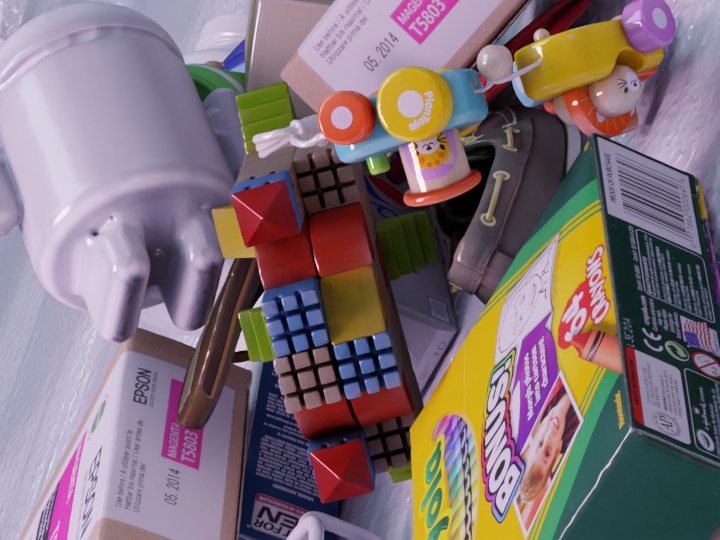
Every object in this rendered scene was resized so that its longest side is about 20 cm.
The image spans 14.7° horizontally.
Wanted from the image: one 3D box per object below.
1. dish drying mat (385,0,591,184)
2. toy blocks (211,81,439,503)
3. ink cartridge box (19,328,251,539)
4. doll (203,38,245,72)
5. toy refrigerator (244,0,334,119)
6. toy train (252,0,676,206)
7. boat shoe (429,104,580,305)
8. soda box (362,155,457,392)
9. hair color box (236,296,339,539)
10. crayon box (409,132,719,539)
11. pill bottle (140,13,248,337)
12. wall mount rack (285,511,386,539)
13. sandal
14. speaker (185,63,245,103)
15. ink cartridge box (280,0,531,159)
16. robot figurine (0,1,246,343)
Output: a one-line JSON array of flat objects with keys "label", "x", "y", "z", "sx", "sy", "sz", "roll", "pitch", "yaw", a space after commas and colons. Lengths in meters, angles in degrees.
[{"label": "dish drying mat", "x": 0.060, "y": -0.092, "z": 1.418, "sx": 0.077, "sy": 0.018, "sz": 0.200, "roll": -43, "pitch": 1, "yaw": -17}, {"label": "toy blocks", "x": -0.012, "y": 0.021, "z": 1.262, "sx": 0.137, "sy": 0.100, "sz": 0.201, "roll": -83, "pitch": -21, "yaw": -78}, {"label": "ink cartridge box", "x": -0.125, "y": 0.152, "z": 1.420, "sx": 0.200, "sy": 0.075, "sz": 0.165, "roll": -88, "pitch": 24, "yaw": -60}, {"label": "doll", "x": -0.017, "y": -0.179, "z": 1.717, "sx": 0.200, "sy": 0.048, "sz": 0.137, "roll": -43, "pitch": 9, "yaw": 14}, {"label": "toy refrigerator", "x": -0.024, "y": -0.131, "z": 1.547, "sx": 0.200, "sy": 0.076, "sz": 0.070, "roll": -99, "pitch": 17, "yaw": -74}, {"label": "toy train", "x": 0.062, "y": -0.065, "z": 1.198, "sx": 0.150, "sy": 0.199, "sz": 0.056, "roll": -24, "pitch": 84, "yaw": 68}, {"label": "boat shoe", "x": 0.065, "y": -0.036, "z": 1.309, "sx": 0.072, "sy": 0.060, "sz": 0.202, "roll": -62, "pitch": 13, "yaw": 20}, {"label": "soda box", "x": 0.000, "y": 0.000, "z": 1.489, "sx": 0.068, "sy": 0.063, "sz": 0.200, "roll": -60, "pitch": 17, "yaw": 22}, {"label": "hair color box", "x": -0.051, "y": 0.097, "z": 1.537, "sx": 0.100, "sy": 0.060, "sz": 0.201, "roll": -52, "pitch": 22, "yaw": 46}, {"label": "crayon box", "x": 0.081, "y": 0.072, "z": 1.118, "sx": 0.173, "sy": 0.058, "sz": 0.200, "roll": -59, "pitch": 17, "yaw": 31}, {"label": "pill bottle", "x": -0.092, "y": -0.066, "z": 1.806, "sx": 0.111, "sy": 0.110, "sz": 0.201, "roll": -44, "pitch": 29, "yaw": 57}, {"label": "wall mount rack", "x": -0.039, "y": 0.217, "z": 1.324, "sx": 0.200, "sy": 0.074, "sz": 0.174, "roll": -56, "pitch": 17, "yaw": 42}, {"label": "sandal", "x": -0.033, "y": -0.002, "z": 1.397, "sx": 0.200, "sy": 0.054, "sz": 0.082, "roll": -60, "pitch": -2, "yaw": -34}, {"label": "speaker", "x": -0.065, "y": -0.074, "z": 1.610, "sx": 0.089, "sy": 0.088, "sz": 0.200, "roll": -66, "pitch": -18, "yaw": 10}, {"label": "ink cartridge box", "x": 0.065, "y": -0.168, "z": 1.364, "sx": 0.165, "sy": 0.075, "sz": 0.200, "roll": -51, "pitch": 3, "yaw": -42}, {"label": "robot figurine", "x": -0.131, "y": -0.059, "z": 1.450, "sx": 0.113, "sy": 0.169, "sz": 0.200, "roll": 112, "pitch": 144, "yaw": -46}]
